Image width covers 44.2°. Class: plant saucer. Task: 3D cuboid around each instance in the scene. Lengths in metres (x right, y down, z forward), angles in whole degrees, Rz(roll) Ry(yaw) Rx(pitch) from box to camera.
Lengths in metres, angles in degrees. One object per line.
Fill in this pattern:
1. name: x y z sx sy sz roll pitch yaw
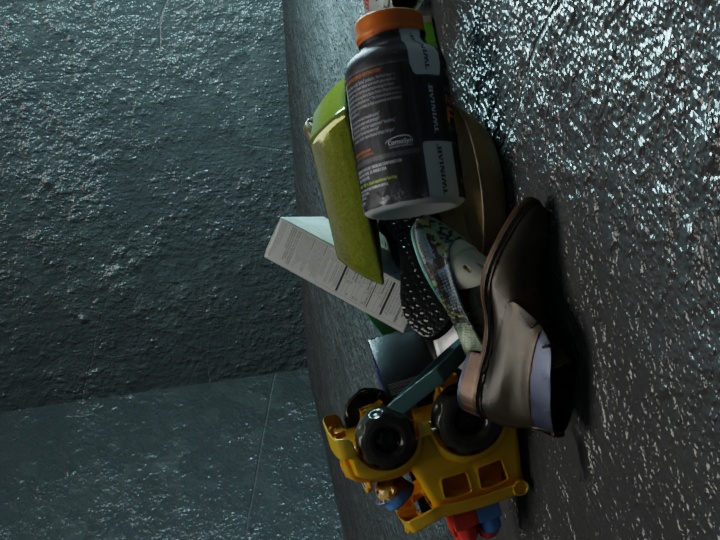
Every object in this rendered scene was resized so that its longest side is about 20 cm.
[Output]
1. plant saucer: -0.018 -0.104 1.024 0.200 0.048 0.200 -91 -11 -68
2. plant saucer: 0.089 0.093 0.904 0.019 0.070 0.200 50 -156 5
3. plant saucer: 0.115 -0.079 0.943 0.200 0.035 0.201 173 90 -81

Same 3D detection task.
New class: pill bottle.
1. pill bottle: 0.041 -0.158 0.897 0.106 0.106 0.201 146 116 -81

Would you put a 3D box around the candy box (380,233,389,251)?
1. candy box: 0.063 -0.034 1.264 0.200 0.055 0.116 -115 20 -66

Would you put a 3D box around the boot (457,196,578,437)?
1. boot: 0.154 0.043 0.760 0.097 0.075 0.201 21 105 41

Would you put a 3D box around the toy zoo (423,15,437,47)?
1. toy zoo: 0.085 -0.194 1.103 0.131 0.020 0.201 112 150 -73

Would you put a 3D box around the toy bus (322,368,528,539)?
1. toy bus: 0.076 0.212 0.945 0.136 0.199 0.193 -146 42 -81

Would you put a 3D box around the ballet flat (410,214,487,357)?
1. ballet flat: 0.116 0.031 0.848 0.201 0.074 0.074 65 172 -1

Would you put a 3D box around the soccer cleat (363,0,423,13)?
1. soccer cleat: 0.045 -0.344 1.097 0.200 0.068 0.086 128 138 -72

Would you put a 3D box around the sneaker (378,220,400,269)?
1. sneaker: 0.072 -0.056 1.090 0.200 0.082 0.074 -109 18 -60

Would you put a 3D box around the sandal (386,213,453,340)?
1. sandal: 0.078 -0.008 0.952 0.048 0.075 0.201 38 -149 -40

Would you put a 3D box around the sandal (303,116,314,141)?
1. sandal: 0.001 -0.146 1.180 0.054 0.200 0.080 -52 51 21

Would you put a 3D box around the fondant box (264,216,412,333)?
1. fondant box: 0.000 0.000 1.107 0.058 0.200 0.144 -64 -15 12

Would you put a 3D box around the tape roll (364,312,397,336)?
1. tape roll: 0.022 0.031 1.304 0.201 0.048 0.200 54 -177 -4

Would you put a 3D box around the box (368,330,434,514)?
1. box: 0.079 0.196 1.163 0.141 0.079 0.201 -106 0 -58

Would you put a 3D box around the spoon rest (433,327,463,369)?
1. spoon rest: 0.114 0.072 1.059 0.200 0.060 0.100 71 -173 -61
